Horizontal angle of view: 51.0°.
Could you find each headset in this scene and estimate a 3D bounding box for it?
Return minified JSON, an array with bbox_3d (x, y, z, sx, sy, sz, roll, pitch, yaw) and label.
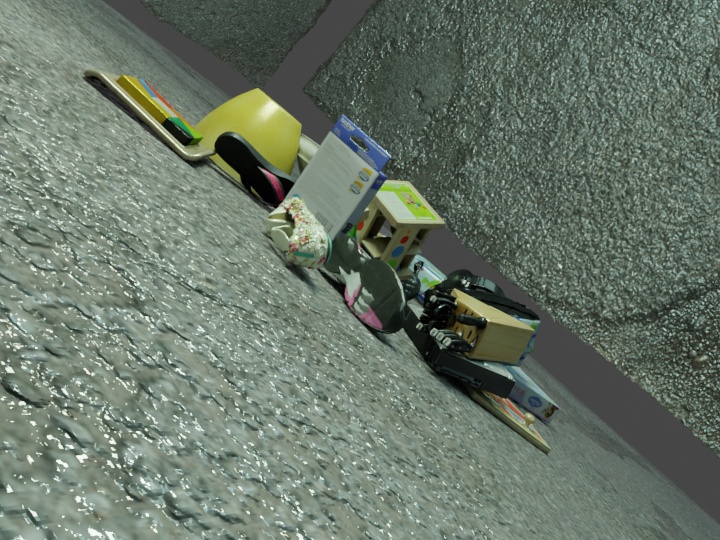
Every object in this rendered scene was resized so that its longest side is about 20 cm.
[{"bbox_3d":[0.195,0.040,1.516,0.197,0.095,0.124,15,-39,7],"label":"headset"}]

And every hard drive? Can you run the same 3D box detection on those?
[{"bbox_3d":[0.147,0.121,1.192,0.138,0.038,0.200,24,13,-19],"label":"hard drive"}]

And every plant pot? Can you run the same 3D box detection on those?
[{"bbox_3d":[-0.187,-0.237,1.350,0.199,0.142,0.200,39,7,-6],"label":"plant pot"}]

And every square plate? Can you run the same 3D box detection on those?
[{"bbox_3d":[-0.074,-0.131,1.350,0.198,0.028,0.203,-131,-153,-67],"label":"square plate"}]

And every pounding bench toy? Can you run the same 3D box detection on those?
[{"bbox_3d":[0.019,-0.066,1.376,0.198,0.157,0.125,-3,44,-43],"label":"pounding bench toy"}]

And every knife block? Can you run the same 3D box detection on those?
[{"bbox_3d":[0.177,0.095,1.120,0.198,0.065,0.176,27,12,-7],"label":"knife block"}]

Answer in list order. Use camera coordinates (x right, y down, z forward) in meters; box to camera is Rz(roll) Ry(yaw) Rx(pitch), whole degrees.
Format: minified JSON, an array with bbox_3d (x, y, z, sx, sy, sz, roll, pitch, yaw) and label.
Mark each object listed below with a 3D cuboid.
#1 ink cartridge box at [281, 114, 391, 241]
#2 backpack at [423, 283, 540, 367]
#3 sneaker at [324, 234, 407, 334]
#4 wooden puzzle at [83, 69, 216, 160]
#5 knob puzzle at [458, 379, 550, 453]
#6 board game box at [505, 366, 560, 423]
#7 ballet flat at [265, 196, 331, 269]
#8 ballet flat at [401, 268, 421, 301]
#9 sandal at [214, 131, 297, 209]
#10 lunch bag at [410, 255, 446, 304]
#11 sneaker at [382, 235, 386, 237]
[{"bbox_3d":[-0.040,-0.130,1.198,0.119,0.201,0.042,43,18,24],"label":"ink cartridge box"},{"bbox_3d":[0.233,0.102,1.400,0.197,0.156,0.163,-4,10,-17],"label":"backpack"},{"bbox_3d":[0.019,0.025,1.076,0.086,0.080,0.201,48,5,-41],"label":"sneaker"},{"bbox_3d":[-0.308,-0.241,1.152,0.199,0.037,0.185,39,7,-9],"label":"wooden puzzle"},{"bbox_3d":[0.220,0.198,1.244,0.219,0.031,0.220,39,7,-5],"label":"knob puzzle"},{"bbox_3d":[0.286,0.203,1.534,0.199,0.041,0.200,35,8,-34],"label":"board game box"},{"bbox_3d":[-0.095,-0.058,1.032,0.063,0.077,0.200,0,17,-20],"label":"ballet flat"},{"bbox_3d":[0.037,-0.014,1.504,0.199,0.067,0.057,38,38,17],"label":"ballet flat"},{"bbox_3d":[-0.163,-0.145,1.239,0.200,0.075,0.045,40,40,-32],"label":"sandal"},{"bbox_3d":[0.175,0.043,1.794,0.160,0.083,0.200,41,6,18],"label":"lunch bag"},{"bbox_3d":[-0.006,-0.065,1.625,0.086,0.075,0.200,23,7,-27],"label":"sneaker"}]
